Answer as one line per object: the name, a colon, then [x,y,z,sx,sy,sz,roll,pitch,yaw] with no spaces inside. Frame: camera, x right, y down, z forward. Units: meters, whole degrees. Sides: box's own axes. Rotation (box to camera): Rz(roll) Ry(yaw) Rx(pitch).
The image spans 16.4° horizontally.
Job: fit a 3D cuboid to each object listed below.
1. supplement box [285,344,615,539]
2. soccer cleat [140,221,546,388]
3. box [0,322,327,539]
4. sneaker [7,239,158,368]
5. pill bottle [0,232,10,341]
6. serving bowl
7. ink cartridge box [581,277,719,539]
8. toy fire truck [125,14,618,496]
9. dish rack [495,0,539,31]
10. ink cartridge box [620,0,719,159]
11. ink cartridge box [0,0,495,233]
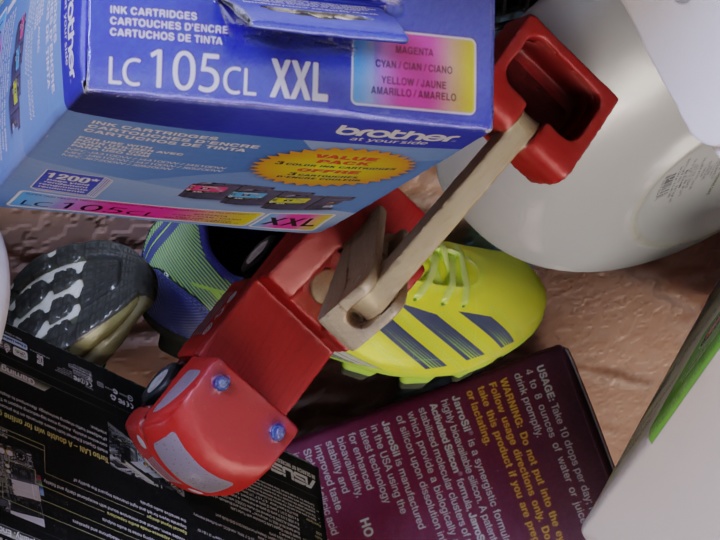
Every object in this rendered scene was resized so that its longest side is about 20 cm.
supplement box: [0.020,0.124,1.165,0.199,0.104,0.131,-20,166,-1]
soccer cleat: [0.001,0.001,1.080,0.199,0.065,0.084,3,131,-26]
box: [-0.107,0.128,0.977,0.199,0.165,0.086,27,128,-35]
sneaker: [-0.130,0.062,1.073,0.088,0.077,0.200,27,131,-23]
pill bottle: [-0.220,-0.014,0.821,0.112,0.113,0.200,-37,137,19]
serving bowl: [0.132,-0.061,1.027,0.199,0.066,0.201,-23,152,-12]
ink cartridge box: [0.190,0.037,1.093,0.084,0.200,0.146,33,129,4]
toy fire truck: [0.000,0.000,0.946,0.049,0.141,0.200,42,74,-13]
dish rack: [-0.008,-0.143,0.921,0.198,0.055,0.154,-12,142,-13]
ink cartridge box: [0.163,-0.134,0.859,0.086,0.147,0.200,-32,174,36]
ink cartridge box: [-0.041,-0.071,0.817,0.135,0.077,0.200,4,167,-18]
